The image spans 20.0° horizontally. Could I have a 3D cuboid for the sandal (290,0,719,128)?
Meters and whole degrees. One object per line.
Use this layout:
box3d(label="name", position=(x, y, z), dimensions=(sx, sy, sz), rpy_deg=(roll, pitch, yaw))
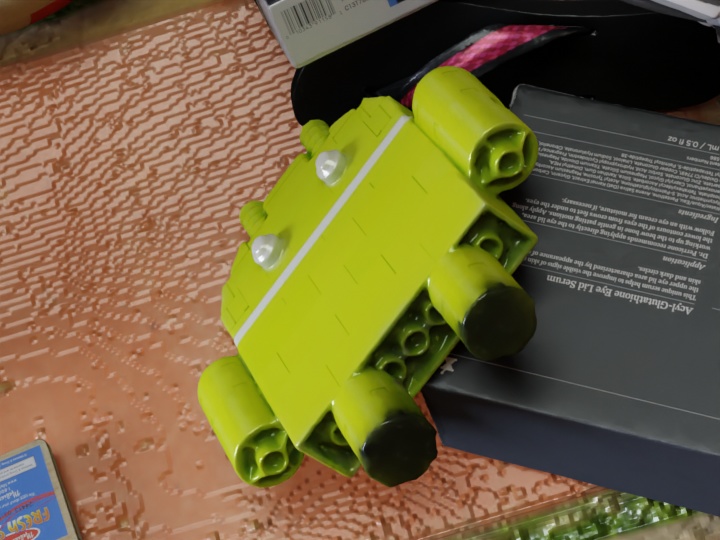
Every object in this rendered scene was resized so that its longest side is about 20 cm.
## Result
box3d(label="sandal", position=(0.066, -0.084, 0.890), dimensions=(0.199, 0.075, 0.045), rpy_deg=(-4, 47, 7))

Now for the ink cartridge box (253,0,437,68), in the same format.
box3d(label="ink cartridge box", position=(-0.019, -0.171, 0.928), dimensions=(0.099, 0.039, 0.200), rpy_deg=(-27, 37, -2))

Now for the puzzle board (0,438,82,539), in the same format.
box3d(label="puzzle board", position=(-0.200, 0.175, 0.856), dimensions=(0.199, 0.017, 0.151), rpy_deg=(-24, 61, -1))

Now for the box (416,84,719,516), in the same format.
box3d(label="box", position=(0.141, 0.020, 0.825), dimensions=(0.199, 0.079, 0.142), rpy_deg=(13, 66, 17))

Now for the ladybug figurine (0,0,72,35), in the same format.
box3d(label="ladybug figurine", position=(-0.155, -0.186, 0.987), dimensions=(0.200, 0.072, 0.136), rpy_deg=(-45, 64, -10))

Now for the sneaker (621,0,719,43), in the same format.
box3d(label="sneaker", position=(0.169, -0.090, 0.844), dimensions=(0.199, 0.116, 0.075), rpy_deg=(5, 48, -16))

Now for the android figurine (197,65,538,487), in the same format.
box3d(label="android figurine", position=(0.000, 0.000, 0.832), dimensions=(0.182, 0.041, 0.200), rpy_deg=(-52, 33, 11))
